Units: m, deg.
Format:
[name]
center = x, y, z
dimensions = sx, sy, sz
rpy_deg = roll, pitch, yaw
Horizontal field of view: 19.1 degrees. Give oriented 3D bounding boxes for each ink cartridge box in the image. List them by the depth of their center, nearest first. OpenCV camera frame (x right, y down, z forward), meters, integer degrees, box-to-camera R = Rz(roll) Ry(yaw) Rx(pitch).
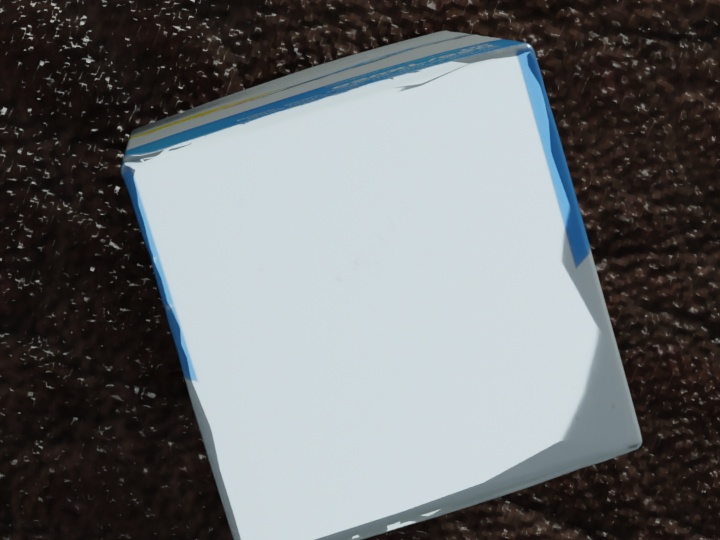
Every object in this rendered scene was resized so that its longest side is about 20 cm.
[ink cartridge box]
center = 0.000, 0.000, 0.798
dimensions = 0.144, 0.200, 0.148
rpy_deg = -17, 99, -3
